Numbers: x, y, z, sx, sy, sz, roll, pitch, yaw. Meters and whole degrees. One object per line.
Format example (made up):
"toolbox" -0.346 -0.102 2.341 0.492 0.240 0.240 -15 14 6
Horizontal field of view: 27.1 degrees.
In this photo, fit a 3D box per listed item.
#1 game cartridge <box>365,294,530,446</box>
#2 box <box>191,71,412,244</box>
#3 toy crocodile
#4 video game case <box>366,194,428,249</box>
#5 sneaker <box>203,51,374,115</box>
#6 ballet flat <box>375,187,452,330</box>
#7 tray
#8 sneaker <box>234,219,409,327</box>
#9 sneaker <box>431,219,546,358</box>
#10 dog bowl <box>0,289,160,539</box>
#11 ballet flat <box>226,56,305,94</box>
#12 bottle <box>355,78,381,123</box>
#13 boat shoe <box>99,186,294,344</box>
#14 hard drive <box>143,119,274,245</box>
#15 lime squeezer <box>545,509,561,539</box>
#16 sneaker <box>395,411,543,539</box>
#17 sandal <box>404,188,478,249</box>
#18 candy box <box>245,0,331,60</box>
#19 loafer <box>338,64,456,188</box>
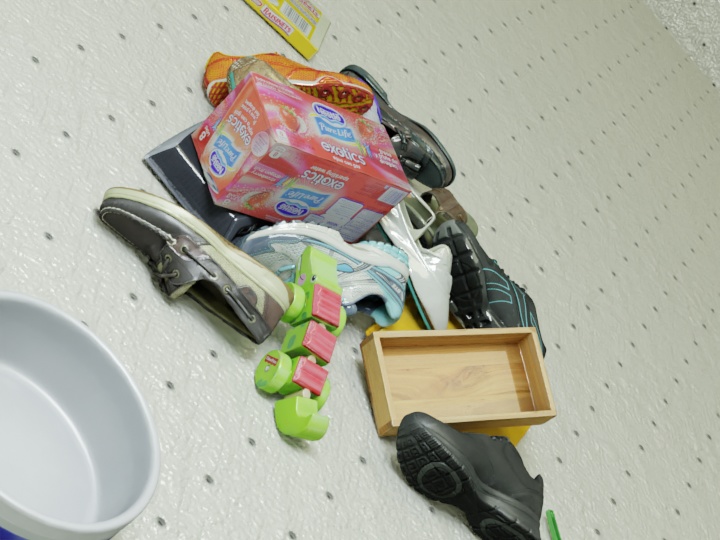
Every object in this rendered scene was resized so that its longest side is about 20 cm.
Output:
"game cartridge" 0.096 0.119 1.613 0.200 0.032 0.176 51 26 3
"box" -0.058 -0.108 1.507 0.199 0.103 0.095 16 42 -45
"toy crocodile" -0.048 0.067 1.406 0.067 0.062 0.201 32 52 -30
"video game case" 0.080 -0.028 1.747 0.182 0.024 0.200 39 19 -15
"sneaker" -0.077 -0.214 1.676 0.198 0.073 0.078 8 48 -21
"ballet flat" 0.060 -0.029 1.602 0.201 0.069 0.069 62 29 4
"tray" 0.101 0.113 1.532 0.198 0.037 0.099 0 66 -30
"sneaker" -0.035 0.007 1.501 0.198 0.078 0.087 11 65 -27
"sneaker" 0.142 0.033 1.649 0.079 0.075 0.201 -29 97 -42
"dog bowl" -0.244 0.117 1.066 0.200 0.079 0.201 36 30 -25
"ballet flat" -0.062 -0.154 1.609 0.199 0.071 0.066 28 40 -21
"bottle" -0.009 -0.139 1.739 0.201 0.065 0.084 -92 161 -49
"boat shoe" -0.155 -0.004 1.359 0.199 0.073 0.065 31 64 -9
"hard drive" -0.129 -0.102 1.549 0.135 0.042 0.200 51 27 2
"lime squeezer" 0.239 0.325 1.540 0.037 0.071 0.200 1 22 -35
"sneaker" 0.110 0.194 1.479 0.200 0.076 0.091 44 48 -28
"sandal" 0.094 -0.069 1.738 0.080 0.057 0.201 48 20 12
"candy box" -0.123 -0.360 1.901 0.200 0.026 0.102 42 26 -15
"loafer" 0.031 -0.167 1.860 0.200 0.072 0.063 45 47 7
